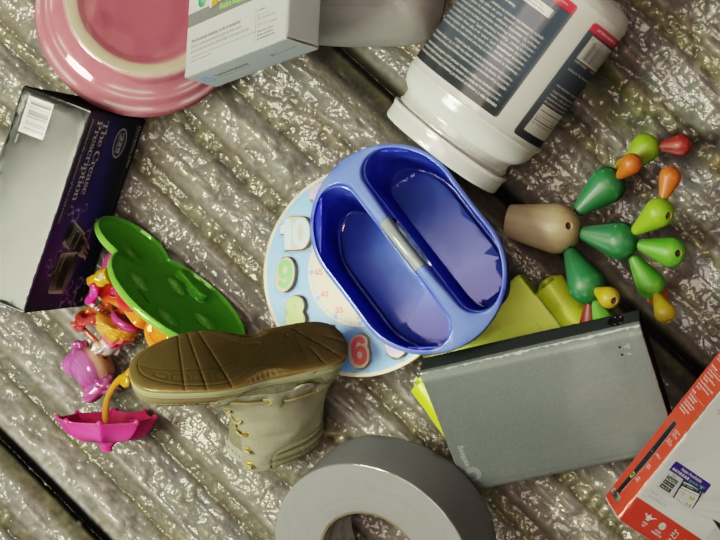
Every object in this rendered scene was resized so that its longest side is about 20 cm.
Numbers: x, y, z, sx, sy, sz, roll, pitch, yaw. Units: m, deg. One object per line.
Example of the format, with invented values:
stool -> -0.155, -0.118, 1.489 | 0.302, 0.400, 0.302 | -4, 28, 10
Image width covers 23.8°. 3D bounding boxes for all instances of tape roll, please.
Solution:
tape roll -> 0.023, 0.254, 1.576 | 0.200, 0.066, 0.200 | 10, 114, 23

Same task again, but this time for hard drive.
hard drive -> 0.168, 0.118, 1.521 | 0.200, 0.033, 0.140 | -14, 119, 15

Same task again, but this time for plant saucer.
plant saucer -> -0.206, -0.247, 1.615 | 0.200, 0.051, 0.201 | 3, 77, -12

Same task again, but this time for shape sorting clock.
shape sorting clock -> 0.000, 0.000, 1.603 | 0.200, 0.039, 0.200 | -4, 79, 21

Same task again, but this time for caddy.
caddy -> 0.045, -0.017, 1.519 | 0.141, 0.105, 0.200 | -39, 76, 5

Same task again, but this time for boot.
boot -> -0.117, 0.124, 1.573 | 0.200, 0.155, 0.072 | -7, 50, -19

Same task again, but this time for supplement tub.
supplement tub -> 0.131, -0.185, 1.532 | 0.140, 0.140, 0.200 | 39, 100, 10

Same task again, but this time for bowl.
bowl -> -0.019, -0.313, 1.601 | 0.200, 0.075, 0.200 | 5, 92, 15

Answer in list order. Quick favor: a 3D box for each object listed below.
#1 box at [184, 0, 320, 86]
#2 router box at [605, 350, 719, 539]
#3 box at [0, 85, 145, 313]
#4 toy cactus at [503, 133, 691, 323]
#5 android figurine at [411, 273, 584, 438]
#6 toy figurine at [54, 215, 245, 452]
box -> -0.095, -0.281, 1.540 | 0.156, 0.041, 0.200 | -11, 72, 49
router box -> 0.348, 0.189, 1.498 | 0.200, 0.049, 0.180 | 33, 100, -14
box -> -0.294, -0.067, 1.642 | 0.079, 0.141, 0.200 | 21, 97, 10
toy cactus -> 0.215, -0.034, 1.544 | 0.165, 0.102, 0.200 | 11, 90, 18
android figurine -> 0.140, 0.089, 1.591 | 0.182, 0.041, 0.200 | -37, 81, 12
toy figurine -> -0.236, 0.078, 1.651 | 0.200, 0.150, 0.184 | 48, 112, 29
